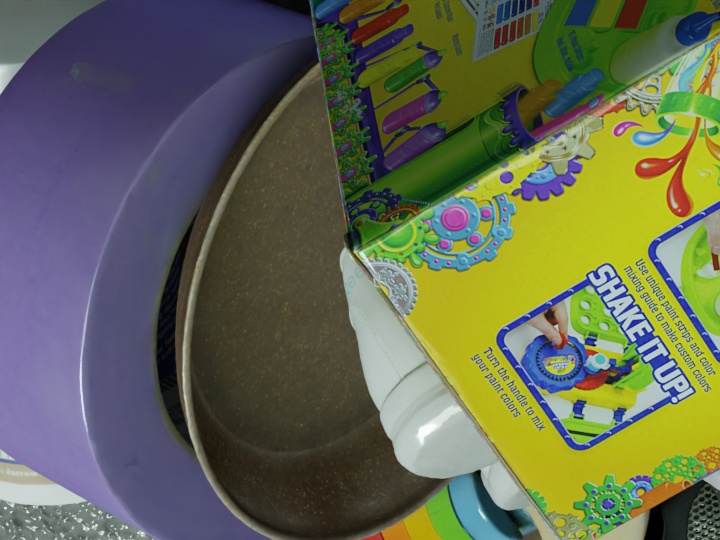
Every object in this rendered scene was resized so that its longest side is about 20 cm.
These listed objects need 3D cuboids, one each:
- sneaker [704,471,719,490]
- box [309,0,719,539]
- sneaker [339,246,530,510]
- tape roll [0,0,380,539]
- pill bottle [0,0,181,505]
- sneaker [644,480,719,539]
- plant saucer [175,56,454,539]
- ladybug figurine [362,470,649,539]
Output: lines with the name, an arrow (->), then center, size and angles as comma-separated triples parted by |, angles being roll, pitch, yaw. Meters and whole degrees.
sneaker -> 0.170, 0.035, 1.014 | 0.200, 0.078, 0.112 | 39, 85, 15
box -> 0.099, -0.056, 0.756 | 0.192, 0.200, 0.122 | -31, 116, 12
sneaker -> 0.049, 0.029, 0.906 | 0.075, 0.200, 0.089 | -35, 69, 11
tape roll -> -0.054, -0.002, 0.948 | 0.085, 0.200, 0.200 | 22, 135, 40
pill bottle -> -0.128, -0.015, 1.015 | 0.111, 0.111, 0.200 | 4, 124, 10
sneaker -> 0.164, 0.158, 1.096 | 0.114, 0.076, 0.200 | -1, 121, 15
plant saucer -> 0.000, 0.000, 0.915 | 0.037, 0.200, 0.201 | 23, 135, 40
ladybug figurine -> 0.039, 0.093, 1.067 | 0.200, 0.072, 0.136 | -19, 114, 33
